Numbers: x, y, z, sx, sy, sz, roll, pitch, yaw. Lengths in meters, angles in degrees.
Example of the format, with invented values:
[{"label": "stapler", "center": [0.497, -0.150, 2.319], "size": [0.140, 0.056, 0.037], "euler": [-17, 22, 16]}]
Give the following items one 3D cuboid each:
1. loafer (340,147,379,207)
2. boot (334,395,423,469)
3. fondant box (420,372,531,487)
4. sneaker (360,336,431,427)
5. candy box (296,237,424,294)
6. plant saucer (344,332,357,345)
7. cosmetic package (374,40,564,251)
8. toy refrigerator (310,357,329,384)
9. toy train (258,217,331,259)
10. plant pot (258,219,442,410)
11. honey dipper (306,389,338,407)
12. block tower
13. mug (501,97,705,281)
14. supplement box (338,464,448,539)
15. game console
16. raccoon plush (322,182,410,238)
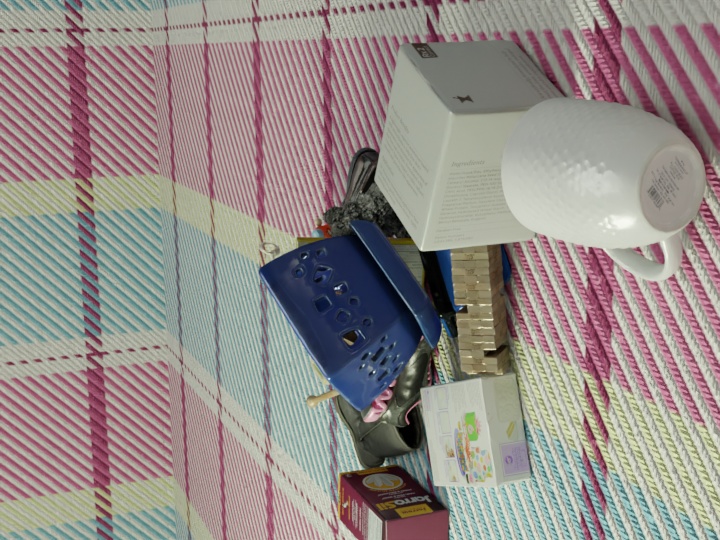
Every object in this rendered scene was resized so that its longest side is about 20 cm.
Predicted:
[{"label": "loafer", "center": [0.006, -0.100, 1.842], "size": [0.063, 0.072, 0.201], "euler": [40, 129, 55]}, {"label": "boot", "center": [0.028, 0.237, 1.857], "size": [0.182, 0.072, 0.200], "euler": [65, 159, 15]}, {"label": "fondant box", "center": [0.156, 0.224, 1.548], "size": [0.200, 0.058, 0.145], "euler": [154, 109, -68]}, {"label": "sneaker", "center": [0.080, 0.157, 1.709], "size": [0.201, 0.095, 0.079], "euler": [-60, 18, 17]}, {"label": "candy box", "center": [0.000, 0.000, 1.704], "size": [0.026, 0.199, 0.103], "euler": [-106, 18, -69]}, {"label": "plant saucer", "center": [-0.010, 0.129, 1.823], "size": [0.037, 0.200, 0.200], "euler": [-63, 15, -17]}, {"label": "cosmetic package", "center": [0.132, -0.156, 1.376], "size": [0.165, 0.164, 0.201], "euler": [-119, 32, -45]}, {"label": "toy refrigerator", "center": [-0.047, 0.100, 2.016], "size": [0.076, 0.070, 0.201], "euler": [-131, 41, -56]}, {"label": "toy train", "center": [-0.080, -0.019, 1.944], "size": [0.150, 0.199, 0.056], "euler": [38, 128, 30]}, {"label": "plant pot", "center": [-0.002, 0.055, 1.577], "size": [0.200, 0.179, 0.200], "euler": [56, 179, 23]}, {"label": "honey dipper", "center": [-0.040, 0.206, 1.903], "size": [0.200, 0.038, 0.038], "euler": [-29, 68, 57]}, {"label": "block tower", "center": [0.157, 0.038, 1.455], "size": [0.058, 0.054, 0.201], "euler": [-2, 105, 26]}, {"label": "mug", "center": [0.262, -0.074, 1.129], "size": [0.175, 0.147, 0.201], "euler": [21, 145, 58]}, {"label": "supplement box", "center": [0.049, 0.391, 1.783], "size": [0.200, 0.110, 0.086], "euler": [-152, 60, -64]}, {"label": "game console", "center": [0.143, -0.030, 1.578], "size": [0.171, 0.118, 0.201], "euler": [57, -163, -66]}, {"label": "raccoon plush", "center": [0.017, -0.122, 1.714], "size": [0.097, 0.133, 0.201], "euler": [-126, 37, -55]}]
